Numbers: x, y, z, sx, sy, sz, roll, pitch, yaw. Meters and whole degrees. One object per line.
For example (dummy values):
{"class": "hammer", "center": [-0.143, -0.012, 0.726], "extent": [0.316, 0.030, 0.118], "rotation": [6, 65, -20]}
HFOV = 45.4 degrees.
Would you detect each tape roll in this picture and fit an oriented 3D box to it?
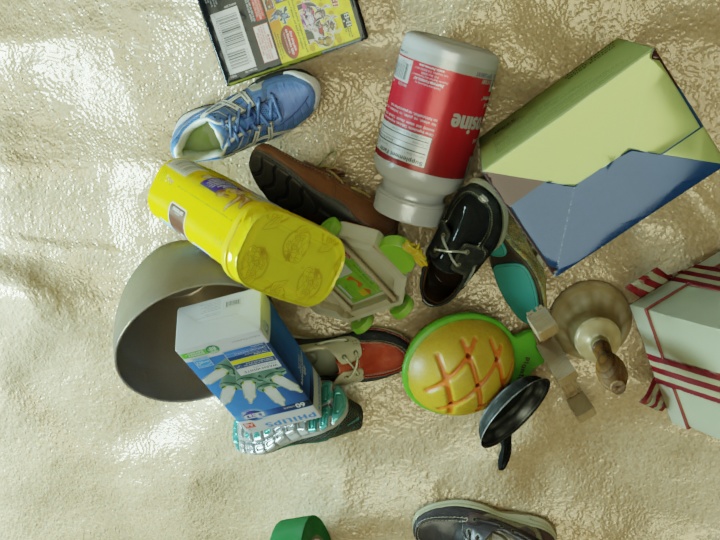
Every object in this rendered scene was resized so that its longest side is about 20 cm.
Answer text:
{"class": "tape roll", "center": [-0.070, 0.428, 1.130], "extent": [0.047, 0.201, 0.204], "rotation": [-11, 106, 11]}

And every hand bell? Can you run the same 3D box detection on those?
{"class": "hand bell", "center": [0.279, 0.093, 0.985], "extent": [0.102, 0.200, 0.106], "rotation": [2, 108, 5]}

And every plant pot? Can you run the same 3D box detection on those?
{"class": "plant pot", "center": [-0.208, 0.043, 1.047], "extent": [0.197, 0.135, 0.202], "rotation": [-14, 137, -14]}

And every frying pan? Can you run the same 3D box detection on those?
{"class": "frying pan", "center": [0.195, 0.185, 1.079], "extent": [0.115, 0.190, 0.031], "rotation": [-42, 61, -4]}

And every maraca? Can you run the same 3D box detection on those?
{"class": "maraca", "center": [0.141, 0.118, 1.064], "extent": [0.197, 0.107, 0.139], "rotation": [8, 114, -24]}

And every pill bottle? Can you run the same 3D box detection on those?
{"class": "pill bottle", "center": [0.078, -0.158, 0.976], "extent": [0.110, 0.112, 0.203], "rotation": [15, 109, 2]}

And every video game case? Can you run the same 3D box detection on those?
{"class": "video game case", "center": [-0.104, -0.337, 0.988], "extent": [0.178, 0.026, 0.203], "rotation": [-15, 104, 11]}

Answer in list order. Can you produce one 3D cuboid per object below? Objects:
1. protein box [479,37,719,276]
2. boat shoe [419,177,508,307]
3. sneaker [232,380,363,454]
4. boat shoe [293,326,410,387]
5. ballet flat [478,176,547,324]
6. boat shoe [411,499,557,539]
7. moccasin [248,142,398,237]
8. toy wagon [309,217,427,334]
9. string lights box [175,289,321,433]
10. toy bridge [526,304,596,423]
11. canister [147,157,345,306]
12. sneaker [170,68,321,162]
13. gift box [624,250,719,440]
{"class": "protein box", "center": [0.244, -0.128, 0.920], "extent": [0.197, 0.200, 0.136], "rotation": [-35, 101, 15]}
{"class": "boat shoe", "center": [0.114, -0.026, 0.981], "extent": [0.071, 0.068, 0.201], "rotation": [37, 148, 11]}
{"class": "sneaker", "center": [-0.080, 0.205, 1.129], "extent": [0.197, 0.091, 0.079], "rotation": [-16, 61, 31]}
{"class": "boat shoe", "center": [-0.031, 0.115, 1.101], "extent": [0.196, 0.063, 0.073], "rotation": [-1, 105, 6]}
{"class": "ballet flat", "center": [0.182, -0.027, 1.030], "extent": [0.070, 0.071, 0.201], "rotation": [-28, 113, 14]}
{"class": "boat shoe", "center": [0.166, 0.359, 1.152], "extent": [0.196, 0.065, 0.073], "rotation": [8, 110, 5]}
{"class": "moccasin", "center": [-0.041, -0.094, 1.032], "extent": [0.199, 0.078, 0.074], "rotation": [25, 140, -6]}
{"class": "toy wagon", "center": [0.000, 0.000, 1.028], "extent": [0.198, 0.040, 0.155], "rotation": [-22, 125, 37]}
{"class": "string lights box", "center": [-0.123, 0.109, 0.996], "extent": [0.101, 0.060, 0.201], "rotation": [-14, 140, 11]}
{"class": "toy bridge", "center": [0.239, 0.109, 1.046], "extent": [0.027, 0.068, 0.201], "rotation": [-30, 131, 4]}
{"class": "canister", "center": [-0.131, -0.047, 0.957], "extent": [0.148, 0.199, 0.088], "rotation": [22, 97, -47]}
{"class": "sneaker", "center": [-0.135, -0.171, 1.010], "extent": [0.197, 0.077, 0.076], "rotation": [-23, 114, 15]}
{"class": "gift box", "center": [0.413, 0.082, 0.965], "extent": [0.197, 0.187, 0.187], "rotation": [-22, 102, -12]}
